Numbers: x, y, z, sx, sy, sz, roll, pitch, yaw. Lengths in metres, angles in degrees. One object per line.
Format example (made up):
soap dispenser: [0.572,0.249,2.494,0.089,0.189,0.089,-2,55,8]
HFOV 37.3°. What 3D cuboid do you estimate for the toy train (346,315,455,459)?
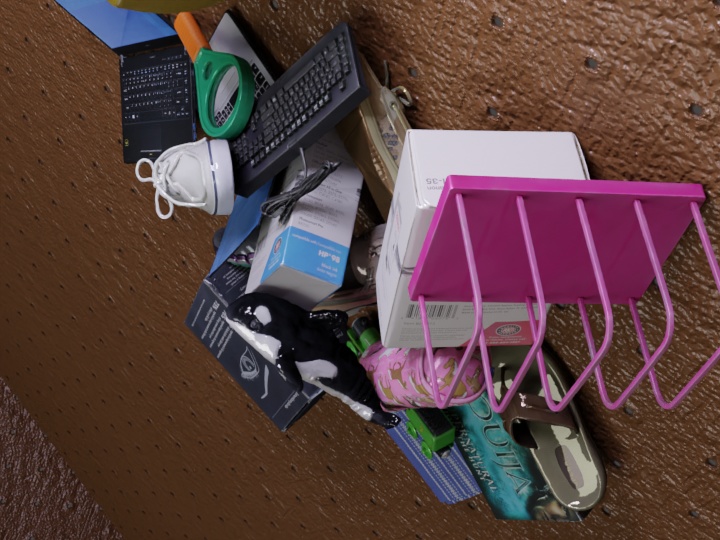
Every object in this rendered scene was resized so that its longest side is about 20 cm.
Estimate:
toy train: [0.043,0.127,1.201,0.201,0.041,0.057,52,157,34]

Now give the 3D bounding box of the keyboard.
keyboard: [-0.060,-0.122,0.967,0.199,0.020,0.129,-34,64,43]

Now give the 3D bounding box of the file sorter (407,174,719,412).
file sorter: [0.151,0.026,0.788,0.140,0.196,0.127,107,160,-53]

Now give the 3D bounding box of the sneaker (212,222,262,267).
sneaker: [-0.096,-0.053,1.220,0.198,0.074,0.089,7,121,36]

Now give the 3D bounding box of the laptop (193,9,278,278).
laptop: [-0.149,-0.128,1.129,0.201,0.115,0.187,55,151,0]

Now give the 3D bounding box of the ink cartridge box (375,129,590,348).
ink cartridge box: [0.097,-0.022,0.894,0.201,0.144,0.084,101,166,-53]

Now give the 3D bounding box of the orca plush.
orca plush: [-0.032,0.076,1.028,0.200,0.105,0.071,42,107,-3]

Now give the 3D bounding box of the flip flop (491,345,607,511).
flip flop: [0.172,0.149,1.040,0.080,0.057,0.202,-27,91,33]

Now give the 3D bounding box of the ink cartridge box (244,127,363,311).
ink cartridge box: [-0.048,-0.070,1.059,0.066,0.203,0.116,19,156,-18]

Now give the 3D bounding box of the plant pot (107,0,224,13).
plant pot: [-0.146,-0.320,0.841,0.196,0.200,0.194,49,150,-2]

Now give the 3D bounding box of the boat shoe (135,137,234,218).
boat shoe: [-0.178,-0.092,1.057,0.202,0.085,0.076,-159,63,-71]

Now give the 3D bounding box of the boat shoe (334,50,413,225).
boat shoe: [0.027,-0.117,0.981,0.202,0.062,0.073,65,161,-12]

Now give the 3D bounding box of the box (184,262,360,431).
box: [-0.112,0.082,1.344,0.200,0.104,0.148,47,150,4]

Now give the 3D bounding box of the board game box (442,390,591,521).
board game box: [0.153,0.180,1.148,0.135,0.028,0.202,-16,107,54]

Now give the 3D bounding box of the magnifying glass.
magnifying glass: [-0.151,-0.204,1.074,0.080,0.022,0.201,-58,43,26]

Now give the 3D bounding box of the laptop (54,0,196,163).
laptop: [-0.273,-0.223,1.212,0.176,0.102,0.204,6,100,51]

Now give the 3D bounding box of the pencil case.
pencil case: [0.060,0.097,1.061,0.200,0.085,0.084,152,120,-68]

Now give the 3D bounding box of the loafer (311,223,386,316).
loafer: [0.000,0.000,1.087,0.062,0.073,0.199,16,149,-33]

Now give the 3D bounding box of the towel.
towel: [0.107,0.205,1.276,0.145,0.024,0.200,51,149,1]
